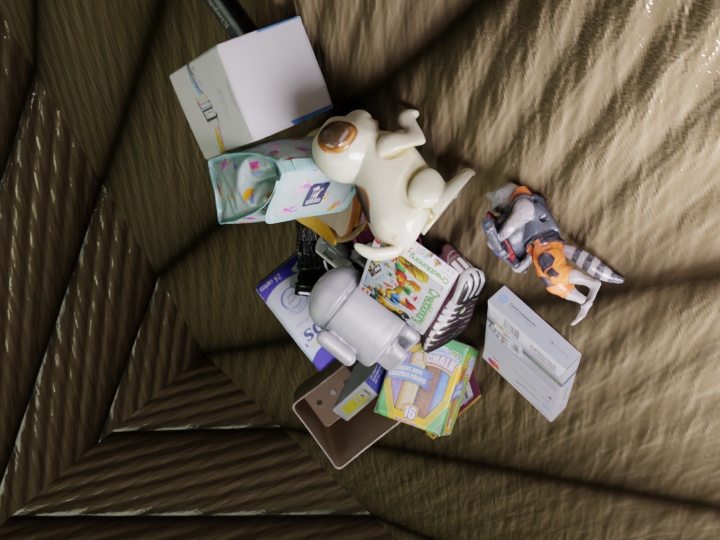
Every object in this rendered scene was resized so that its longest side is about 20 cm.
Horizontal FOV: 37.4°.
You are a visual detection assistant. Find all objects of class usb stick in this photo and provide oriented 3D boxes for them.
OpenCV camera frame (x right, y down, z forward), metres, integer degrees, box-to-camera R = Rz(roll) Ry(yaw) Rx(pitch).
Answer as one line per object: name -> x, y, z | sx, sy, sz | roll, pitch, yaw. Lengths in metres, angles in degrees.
usb stick -> -0.218, -0.419, 1.706 | 0.201, 0.033, 0.055 | 54, 161, -8

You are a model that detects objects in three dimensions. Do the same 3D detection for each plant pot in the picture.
plant pot -> -0.047, 0.314, 2.548 | 0.201, 0.199, 0.177 | 55, 175, -16

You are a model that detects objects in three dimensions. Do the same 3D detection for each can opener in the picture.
can opener -> 0.000, 0.000, 1.819 | 0.199, 0.053, 0.066 | 40, -175, 11

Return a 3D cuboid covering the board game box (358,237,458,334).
board game box -> 0.067, 0.015, 1.555 | 0.126, 0.035, 0.200 | 36, 158, 8

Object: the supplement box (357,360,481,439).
supplement box -> 0.107, 0.195, 1.977 | 0.199, 0.131, 0.104 | 33, 155, 43

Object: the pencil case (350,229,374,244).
pencil case -> -0.042, -0.118, 1.790 | 0.199, 0.091, 0.094 | 36, 155, 33

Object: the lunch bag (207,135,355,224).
lunch bag -> -0.103, -0.135, 1.562 | 0.199, 0.169, 0.124 | -8, 93, 53

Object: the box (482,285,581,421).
box -> 0.255, 0.130, 1.614 | 0.156, 0.041, 0.201 | 44, 161, 24

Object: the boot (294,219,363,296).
boot -> -0.019, -0.028, 1.907 | 0.079, 0.208, 0.160 | -171, 86, -79

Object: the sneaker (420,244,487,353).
sneaker -> 0.124, 0.033, 1.673 | 0.116, 0.075, 0.201 | 53, 141, 24

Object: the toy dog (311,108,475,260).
toy dog -> 0.023, -0.129, 1.437 | 0.200, 0.194, 0.140 | 43, 175, 3

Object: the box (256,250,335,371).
box -> -0.068, 0.051, 2.001 | 0.201, 0.183, 0.105 | 51, 178, -5

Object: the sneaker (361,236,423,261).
sneaker -> 0.076, -0.015, 1.721 | 0.080, 0.086, 0.200 | 46, -176, 25

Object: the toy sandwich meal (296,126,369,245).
toy sandwich meal -> -0.053, -0.130, 1.686 | 0.204, 0.070, 0.208 | 15, 111, 42

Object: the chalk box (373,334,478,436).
chalk box -> 0.121, 0.163, 1.792 | 0.122, 0.202, 0.124 | 19, 179, 17

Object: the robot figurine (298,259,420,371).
robot figurine -> -0.001, 0.071, 1.695 | 0.199, 0.170, 0.113 | 38, 145, -1

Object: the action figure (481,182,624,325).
action figure -> 0.229, -0.029, 1.323 | 0.194, 0.104, 0.200 | 54, -171, 14

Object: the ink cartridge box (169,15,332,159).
ink cartridge box -> -0.166, -0.269, 1.594 | 0.199, 0.146, 0.146 | -5, 110, 61

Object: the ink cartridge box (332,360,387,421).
ink cartridge box -> 0.041, 0.146, 1.856 | 0.047, 0.199, 0.200 | 36, 147, -7
